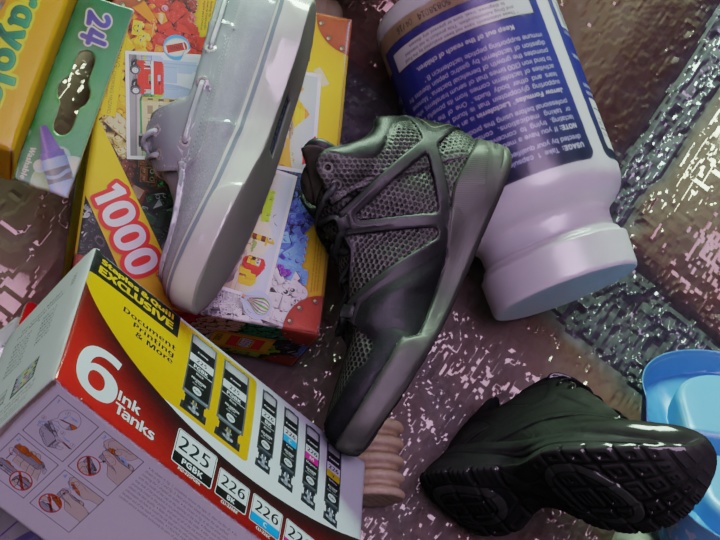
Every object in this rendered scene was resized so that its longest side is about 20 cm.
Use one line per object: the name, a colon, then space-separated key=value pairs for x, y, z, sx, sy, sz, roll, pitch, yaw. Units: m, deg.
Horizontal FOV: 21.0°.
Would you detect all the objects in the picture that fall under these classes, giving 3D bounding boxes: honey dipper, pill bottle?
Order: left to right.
honey dipper: x=0.005 y=0.041 z=1.174 sx=0.038 sy=0.038 sz=0.202 roll=3 pitch=70 yaw=-15
pill bottle: x=0.093 y=-0.079 z=1.192 sx=0.115 sy=0.116 sz=0.202 roll=-15 pitch=77 yaw=-19

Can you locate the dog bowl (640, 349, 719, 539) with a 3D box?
dog bowl: x=0.221 y=0.122 z=1.146 sx=0.110 sy=0.050 sz=0.201 roll=9 pitch=30 yaw=-6

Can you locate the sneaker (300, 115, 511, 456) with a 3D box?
sneaker: x=0.000 y=0.000 z=1.086 sx=0.113 sy=0.076 sz=0.201 roll=23 pitch=75 yaw=-2

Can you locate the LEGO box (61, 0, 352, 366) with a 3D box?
LEGO box: x=-0.092 y=-0.058 z=1.154 sx=0.148 sy=0.077 sz=0.202 roll=9 pitch=71 yaw=-12

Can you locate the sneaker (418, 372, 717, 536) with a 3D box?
sneaker: x=0.121 y=0.097 z=1.110 sx=0.076 sy=0.199 sz=0.091 roll=52 pitch=53 yaw=-28

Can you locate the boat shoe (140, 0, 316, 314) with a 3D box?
boat shoe: x=-0.084 y=-0.073 z=1.089 sx=0.071 sy=0.070 sz=0.202 roll=15 pitch=69 yaw=8

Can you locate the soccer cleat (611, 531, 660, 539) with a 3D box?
soccer cleat: x=0.185 y=0.204 z=1.112 sx=0.069 sy=0.078 sz=0.201 roll=18 pitch=34 yaw=-12

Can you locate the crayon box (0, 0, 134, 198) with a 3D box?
crayon box: x=-0.237 y=-0.134 z=1.077 sx=0.198 sy=0.052 sz=0.127 roll=18 pitch=70 yaw=-5

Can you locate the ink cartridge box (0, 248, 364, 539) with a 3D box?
ink cartridge box: x=-0.097 y=0.093 z=1.031 sx=0.200 sy=0.084 sz=0.176 roll=40 pitch=24 yaw=-19

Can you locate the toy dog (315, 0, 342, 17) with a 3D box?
toy dog: x=-0.004 y=-0.215 z=1.173 sx=0.096 sy=0.200 sz=0.133 roll=23 pitch=39 yaw=-40

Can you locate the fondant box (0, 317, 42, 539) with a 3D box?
fondant box: x=-0.182 y=0.150 z=1.074 sx=0.144 sy=0.058 sz=0.200 roll=-40 pitch=86 yaw=-23
